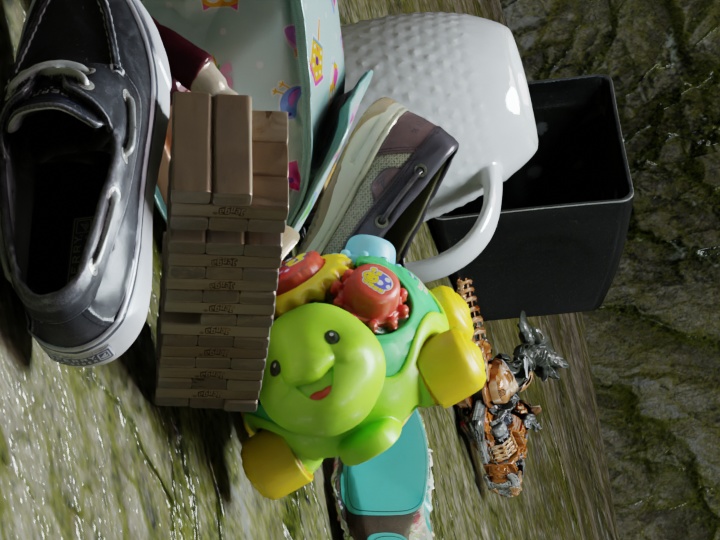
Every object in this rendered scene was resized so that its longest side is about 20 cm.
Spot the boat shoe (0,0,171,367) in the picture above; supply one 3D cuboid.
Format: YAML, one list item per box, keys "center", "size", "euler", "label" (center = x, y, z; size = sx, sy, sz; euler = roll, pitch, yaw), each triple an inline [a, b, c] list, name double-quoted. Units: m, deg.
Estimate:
- center: [-0.127, -0.060, 1.016]
  size: [0.068, 0.071, 0.201]
  euler: [63, 23, -57]
  label: "boat shoe"

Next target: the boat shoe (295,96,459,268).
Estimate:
- center: [0.000, 0.000, 1.390]
  size: [0.201, 0.064, 0.072]
  euler: [-68, 161, 8]
  label: "boat shoe"

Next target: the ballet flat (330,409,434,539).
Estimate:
- center: [0.013, 0.175, 1.528]
  size: [0.064, 0.075, 0.201]
  euler: [118, -27, -56]
  label: "ballet flat"

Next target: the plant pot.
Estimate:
- center: [0.170, -0.063, 2.395]
  size: [0.201, 0.198, 0.178]
  euler: [-94, 177, -47]
  label: "plant pot"

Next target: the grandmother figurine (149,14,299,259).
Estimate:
- center: [-0.101, -0.085, 1.154]
  size: [0.061, 0.121, 0.201]
  euler: [-48, 119, -36]
  label: "grandmother figurine"

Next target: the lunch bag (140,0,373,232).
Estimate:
- center: [-0.060, -0.105, 1.296]
  size: [0.170, 0.121, 0.202]
  euler: [-72, 153, -73]
  label: "lunch bag"

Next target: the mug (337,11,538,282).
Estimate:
- center: [0.033, -0.083, 1.628]
  size: [0.148, 0.174, 0.201]
  euler: [59, 20, -59]
  label: "mug"

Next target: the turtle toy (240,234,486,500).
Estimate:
- center: [-0.015, 0.046, 1.263]
  size: [0.102, 0.145, 0.200]
  euler: [60, 6, -15]
  label: "turtle toy"

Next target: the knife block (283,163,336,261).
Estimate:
- center: [-0.055, -0.068, 1.430]
  size: [0.200, 0.063, 0.177]
  euler: [57, 21, -64]
  label: "knife block"

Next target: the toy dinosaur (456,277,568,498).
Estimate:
- center: [0.127, 0.105, 2.180]
  size: [0.136, 0.101, 0.201]
  euler: [-49, 148, -58]
  label: "toy dinosaur"

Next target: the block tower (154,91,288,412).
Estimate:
- center: [-0.067, -0.001, 1.103]
  size: [0.200, 0.054, 0.058]
  euler: [101, -10, -58]
  label: "block tower"
